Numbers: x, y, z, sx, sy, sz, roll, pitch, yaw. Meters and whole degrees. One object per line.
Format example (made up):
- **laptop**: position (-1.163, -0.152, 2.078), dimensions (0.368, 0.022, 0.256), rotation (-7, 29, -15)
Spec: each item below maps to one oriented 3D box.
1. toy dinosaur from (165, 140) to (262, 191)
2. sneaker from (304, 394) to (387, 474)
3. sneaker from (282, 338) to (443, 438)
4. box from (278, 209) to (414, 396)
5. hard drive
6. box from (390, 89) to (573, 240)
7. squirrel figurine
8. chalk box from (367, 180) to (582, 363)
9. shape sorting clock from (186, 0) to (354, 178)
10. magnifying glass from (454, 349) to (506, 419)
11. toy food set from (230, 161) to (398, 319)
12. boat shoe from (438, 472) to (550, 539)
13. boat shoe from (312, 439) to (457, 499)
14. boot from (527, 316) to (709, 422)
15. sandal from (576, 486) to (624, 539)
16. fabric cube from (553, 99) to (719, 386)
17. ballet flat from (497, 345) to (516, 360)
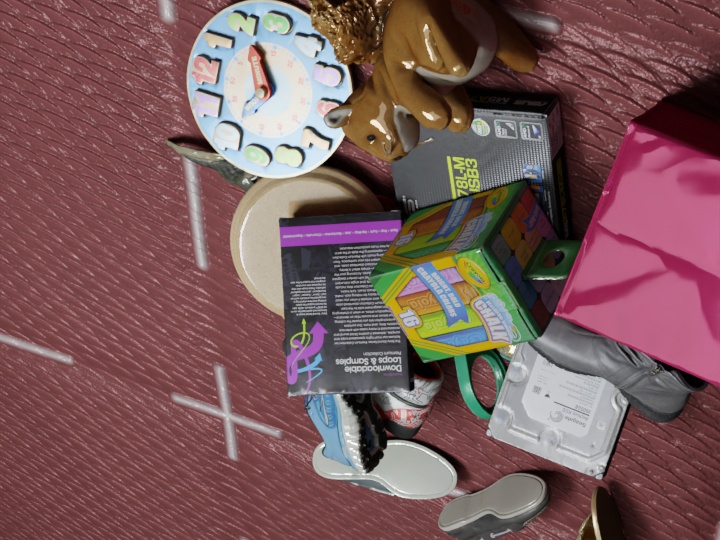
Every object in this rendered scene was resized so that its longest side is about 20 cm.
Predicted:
- **toy dinosaur**: position (-0.154, -0.136, 1.647), dimensions (0.200, 0.047, 0.088), rotation (26, 141, 17)
- **sneaker**: position (-0.035, 0.146, 1.637), dimensions (0.090, 0.078, 0.201), rotation (2, 113, 32)
- **sneaker**: position (0.007, 0.106, 1.682), dimensions (0.201, 0.067, 0.108), rotation (35, 125, 12)
- **box**: position (-0.015, 0.037, 1.548), dimensions (0.142, 0.036, 0.201), rotation (-3, 89, 16)
- **hard drive**: position (0.233, 0.110, 1.523), dimensions (0.139, 0.038, 0.201), rotation (21, 95, 18)
- **box**: position (0.126, -0.098, 1.497), dimensions (0.193, 0.048, 0.200), rotation (8, 128, 26)
- **squirrel figurine**: position (0.038, -0.213, 1.395), dimensions (0.187, 0.141, 0.200), rotation (-42, 80, 37)
- **chalk box**: position (0.134, -0.002, 1.450), dimensions (0.200, 0.125, 0.124), rotation (-16, 117, 40)
- **shape sorting clock**: position (-0.102, -0.198, 1.538), dimensions (0.199, 0.039, 0.201), rotation (9, 112, 22)
- **magnifying glass**: position (0.122, 0.082, 1.635), dimensions (0.022, 0.080, 0.200), rotation (-14, 106, 39)
- **toy food set**: position (-0.051, -0.031, 1.619), dimensions (0.200, 0.049, 0.198), rotation (43, 109, -7)
- **boat shoe**: position (0.182, 0.308, 1.783), dimensions (0.057, 0.067, 0.200), rotation (37, 143, -22)
- **boat shoe**: position (0.038, 0.260, 1.848), dimensions (0.199, 0.073, 0.062), rotation (6, 171, 20)
- **boot**: position (0.259, 0.070, 1.421), dimensions (0.200, 0.070, 0.132), rotation (28, 160, 12)
- **sandal**: position (0.297, 0.358, 1.737), dimensions (0.069, 0.078, 0.212), rotation (-10, 124, 30)
- **fabric cube**: position (0.321, -0.026, 1.288), dimensions (0.199, 0.196, 0.201), rotation (24, 109, 14)
- **ballet flat**: position (0.249, 0.093, 1.565), dimensions (0.199, 0.071, 0.071), rotation (19, 133, 19)
